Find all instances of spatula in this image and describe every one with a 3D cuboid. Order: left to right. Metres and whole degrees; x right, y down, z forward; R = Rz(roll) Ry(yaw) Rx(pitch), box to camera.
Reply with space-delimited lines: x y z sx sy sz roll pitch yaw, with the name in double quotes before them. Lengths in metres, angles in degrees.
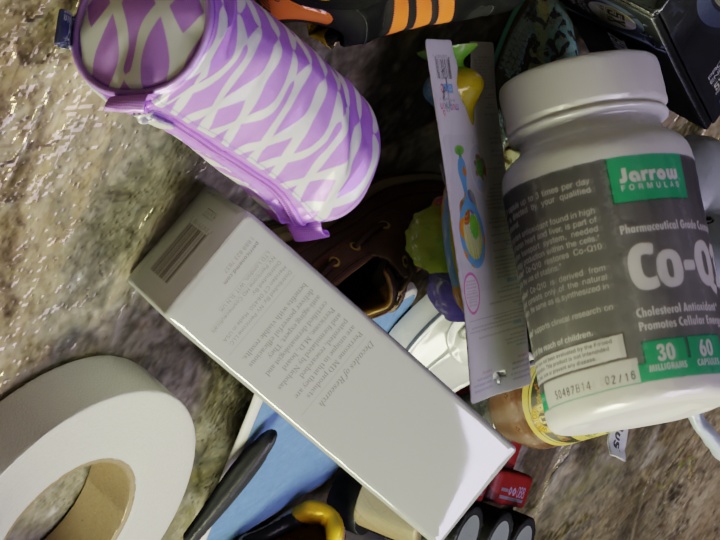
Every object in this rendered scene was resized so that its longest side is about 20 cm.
"spatula" -0.117 0.166 1.596 0.200 0.021 0.057 -45 -172 9

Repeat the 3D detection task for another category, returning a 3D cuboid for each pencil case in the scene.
"pencil case" -0.062 -0.085 1.320 0.200 0.083 0.086 31 54 -57

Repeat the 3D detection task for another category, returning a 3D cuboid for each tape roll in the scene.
"tape roll" -0.175 0.138 1.493 0.202 0.037 0.204 -38 151 -26

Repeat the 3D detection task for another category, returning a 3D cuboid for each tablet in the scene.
"tablet" -0.037 0.093 1.646 0.130 0.014 0.201 -30 155 -37

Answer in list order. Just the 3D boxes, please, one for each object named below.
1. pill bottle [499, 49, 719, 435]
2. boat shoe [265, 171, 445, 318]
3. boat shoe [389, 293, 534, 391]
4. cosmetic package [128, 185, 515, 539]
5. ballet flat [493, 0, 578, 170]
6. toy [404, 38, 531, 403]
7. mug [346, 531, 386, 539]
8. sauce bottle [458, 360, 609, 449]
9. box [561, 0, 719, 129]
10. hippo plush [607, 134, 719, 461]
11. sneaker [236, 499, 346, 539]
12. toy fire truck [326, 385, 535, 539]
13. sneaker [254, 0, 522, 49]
"pill bottle" 0.142 -0.015 1.522 0.112 0.202 0.113 -11 170 -2
"boat shoe" 0.000 0.000 1.559 0.199 0.067 0.072 -23 142 -44
"boat shoe" 0.082 0.033 1.620 0.200 0.066 0.073 -47 148 19
"cosmetic package" -0.021 0.050 1.434 0.200 0.101 0.071 42 87 -20
"ballet flat" 0.104 -0.075 1.631 0.074 0.074 0.201 -25 143 -41
"toy" 0.053 -0.029 1.532 0.115 0.047 0.202 -9 96 -69
"mug" -0.001 0.293 1.801 0.200 0.175 0.148 -36 149 -27
"sauce bottle" 0.132 0.073 1.643 0.199 0.065 0.065 -21 168 30
"box" 0.210 -0.211 1.585 0.201 0.086 0.164 -55 153 -7
"hippo plush" 0.178 0.001 1.686 0.158 0.202 0.161 2 159 -16
"sneaker" -0.082 0.210 1.687 0.200 0.078 0.082 -41 158 -39
"toy fire truck" 0.088 0.099 1.790 0.176 0.128 0.201 22 87 -66
"sneaker" 0.012 -0.154 1.406 0.090 0.070 0.200 -44 157 22
